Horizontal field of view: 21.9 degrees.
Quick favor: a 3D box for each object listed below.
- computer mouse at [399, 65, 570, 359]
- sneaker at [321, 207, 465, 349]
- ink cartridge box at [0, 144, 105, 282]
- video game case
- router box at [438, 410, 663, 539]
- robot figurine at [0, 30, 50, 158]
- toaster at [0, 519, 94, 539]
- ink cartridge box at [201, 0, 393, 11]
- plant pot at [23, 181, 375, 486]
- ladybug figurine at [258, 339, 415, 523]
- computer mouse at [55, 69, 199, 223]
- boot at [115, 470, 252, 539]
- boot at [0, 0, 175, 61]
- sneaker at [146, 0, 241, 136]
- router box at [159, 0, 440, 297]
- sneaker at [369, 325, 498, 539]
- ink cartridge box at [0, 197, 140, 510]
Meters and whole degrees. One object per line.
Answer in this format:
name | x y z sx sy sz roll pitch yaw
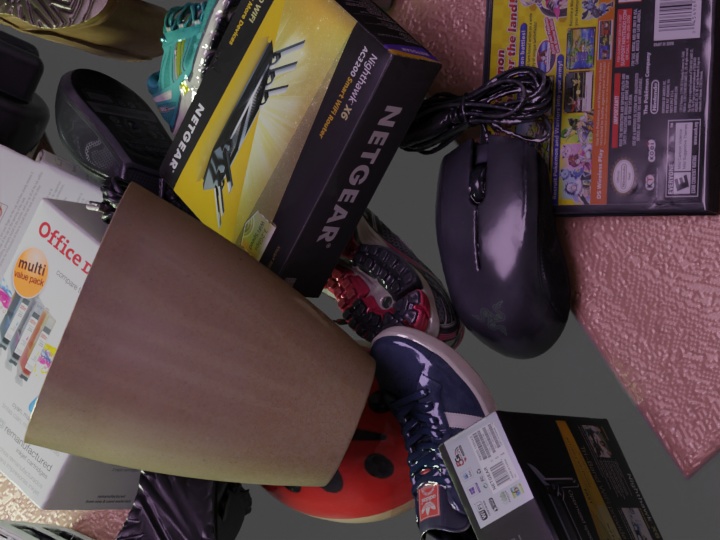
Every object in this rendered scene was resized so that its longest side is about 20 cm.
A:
computer mouse | 0.086 -0.033 1.302 0.138 0.053 0.201 -14 90 34
sneaker | 0.000 0.000 1.375 0.081 0.075 0.200 -51 48 13
ink cartridge box | -0.302 -0.008 1.529 0.201 0.173 0.044 -61 14 13
video game case | 0.168 -0.138 1.301 0.180 0.025 0.201 0 86 34
router box | 0.146 0.191 1.197 0.052 0.157 0.201 -34 66 26
robot figurine | -0.341 -0.108 1.588 0.124 0.150 0.201 30 101 16
toaster | -0.247 0.280 1.479 0.199 0.113 0.130 17 92 42
ink cartridge box | -0.067 -0.284 1.441 0.199 0.084 0.146 9 90 34
plant pot | -0.098 0.065 1.249 0.199 0.187 0.188 23 99 -6
ladybug figurine | -0.018 0.117 1.369 0.199 0.072 0.137 -3 83 34
computer mouse | -0.190 -0.085 1.481 0.053 0.138 0.200 -56 49 24
boot | -0.130 0.202 1.362 0.076 0.168 0.201 5 67 6
boot | -0.205 -0.207 1.458 0.174 0.200 0.067 11 91 32
sneaker | -0.122 -0.174 1.424 0.080 0.077 0.200 51 143 12
router box | -0.048 -0.106 1.324 0.157 0.052 0.201 45 118 36
sneaker | 0.057 0.135 1.261 0.075 0.084 0.200 -31 93 48
ink cartridge box | -0.202 0.066 1.457 0.145 0.144 0.201 35 103 32
